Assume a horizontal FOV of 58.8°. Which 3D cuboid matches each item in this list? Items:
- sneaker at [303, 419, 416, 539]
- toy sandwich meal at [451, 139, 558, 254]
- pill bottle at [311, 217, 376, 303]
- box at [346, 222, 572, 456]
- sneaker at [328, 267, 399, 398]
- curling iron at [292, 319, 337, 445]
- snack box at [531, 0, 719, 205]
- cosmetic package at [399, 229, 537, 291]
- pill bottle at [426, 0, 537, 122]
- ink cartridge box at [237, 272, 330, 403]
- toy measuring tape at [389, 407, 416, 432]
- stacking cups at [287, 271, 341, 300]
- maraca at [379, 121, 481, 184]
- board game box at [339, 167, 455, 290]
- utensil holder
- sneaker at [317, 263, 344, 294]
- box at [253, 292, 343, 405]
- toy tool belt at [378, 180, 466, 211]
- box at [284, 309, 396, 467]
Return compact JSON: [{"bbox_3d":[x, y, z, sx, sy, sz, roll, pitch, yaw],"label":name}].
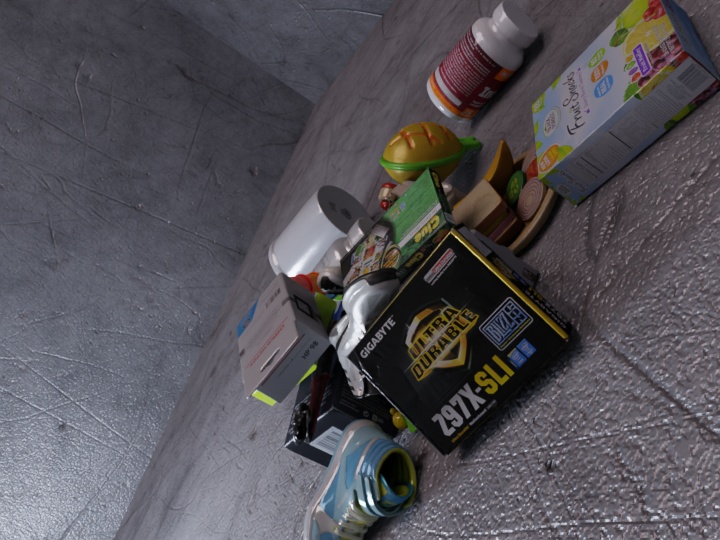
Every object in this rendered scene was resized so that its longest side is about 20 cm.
[{"bbox_3d":[0.001,0.292,0.775,0.130,0.079,0.203,6,77,61],"label":"sneaker"},{"bbox_3d":[0.184,-0.092,0.868,0.206,0.070,0.206,-52,19,26],"label":"toy sandwich meal"},{"bbox_3d":[-0.024,0.001,1.241,0.201,0.113,0.115,-52,19,26],"label":"pill bottle"},{"bbox_3d":[0.101,0.077,0.688,0.201,0.160,0.049,-51,-9,26],"label":"box"},{"bbox_3d":[0.021,0.088,0.800,0.201,0.075,0.116,113,140,-54],"label":"sneaker"},{"bbox_3d":[-0.055,0.147,0.876,0.050,0.025,0.201,85,-164,-44],"label":"curling iron"},{"bbox_3d":[0.293,-0.202,0.742,0.200,0.067,0.170,-48,22,40],"label":"snack box"},{"bbox_3d":[0.116,0.031,0.811,0.200,0.106,0.091,-27,37,64],"label":"cosmetic package"},{"bbox_3d":[0.219,-0.375,1.152,0.200,0.112,0.114,-45,23,41],"label":"pill bottle"},{"bbox_3d":[-0.111,0.100,0.899,0.116,0.066,0.200,-50,25,10],"label":"ink cartridge box"},{"bbox_3d":[0.090,0.121,0.781,0.201,0.073,0.074,-57,16,29],"label":"toy measuring tape"},{"bbox_3d":[-0.068,0.022,1.086,0.061,0.060,0.199,-54,-23,17],"label":"stacking cups"},{"bbox_3d":[0.121,-0.205,1.103,0.136,0.108,0.199,20,35,41],"label":"maraca"},{"bbox_3d":[0.043,-0.033,0.853,0.200,0.023,0.106,-45,37,32],"label":"board game box"},{"bbox_3d":[-0.088,-0.068,1.458,0.200,0.169,0.171,-46,22,31],"label":"utensil holder"},{"bbox_3d":[0.000,0.000,1.010,0.074,0.199,0.082,-1,87,33],"label":"sneaker"},{"bbox_3d":[-0.102,0.124,1.021,0.200,0.047,0.123,-43,24,46],"label":"box"},{"bbox_3d":[0.083,-0.077,1.037,0.199,0.124,0.124,13,79,52],"label":"toy tool belt"},{"bbox_3d":[-0.018,0.172,0.962,0.148,0.106,0.202,-45,24,42],"label":"box"}]
